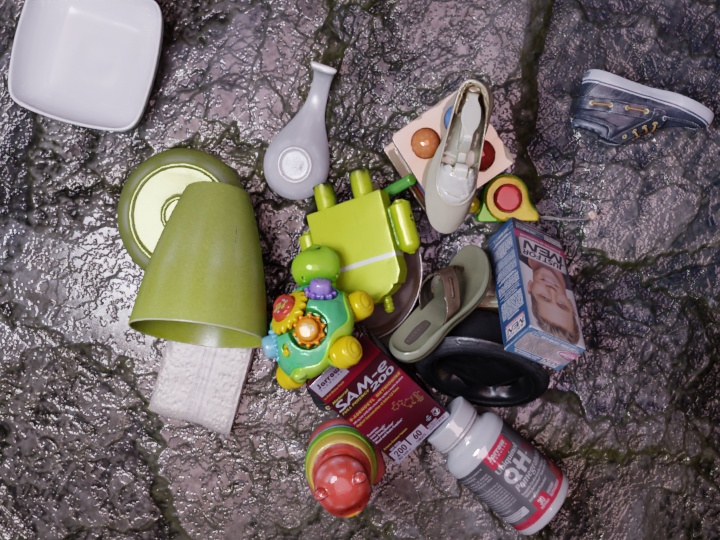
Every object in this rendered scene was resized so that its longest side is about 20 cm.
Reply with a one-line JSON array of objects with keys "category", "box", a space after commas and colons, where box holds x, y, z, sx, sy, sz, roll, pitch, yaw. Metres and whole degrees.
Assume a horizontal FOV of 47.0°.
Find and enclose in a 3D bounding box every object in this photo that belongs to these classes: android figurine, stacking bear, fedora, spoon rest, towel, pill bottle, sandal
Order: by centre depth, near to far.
[{"category": "sandal", "box": [0.110, 0.039, 1.130, 0.201, 0.079, 0.058, -49, 131, -22]}, {"category": "stacking bear", "box": [-0.026, 0.280, 1.151, 0.120, 0.200, 0.116, -16, 92, -2]}, {"category": "android figurine", "box": [-0.003, -0.033, 1.161, 0.180, 0.041, 0.203, -19, 84, 24]}, {"category": "fedora", "box": [0.178, 0.118, 1.195, 0.197, 0.202, 0.093, 12, 58, -2]}, {"category": "pill bottle", "box": [0.196, 0.279, 1.204, 0.199, 0.111, 0.111, 40, 90, -3]}, {"category": "spoon rest", "box": [-0.079, -0.202, 1.216, 0.098, 0.061, 0.203, 19, 104, -1]}, {"category": "towel", "box": [-0.227, 0.129, 1.223, 0.130, 0.034, 0.203, 16, 91, -1]}]

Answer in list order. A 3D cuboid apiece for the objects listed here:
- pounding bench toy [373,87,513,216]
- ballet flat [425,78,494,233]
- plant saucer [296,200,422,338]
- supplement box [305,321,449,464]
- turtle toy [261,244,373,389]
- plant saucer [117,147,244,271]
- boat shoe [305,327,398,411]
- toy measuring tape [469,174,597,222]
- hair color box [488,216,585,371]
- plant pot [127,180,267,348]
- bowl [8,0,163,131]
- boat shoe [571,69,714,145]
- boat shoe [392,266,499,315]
[{"category": "pounding bench toy", "box": [0.091, -0.142, 1.167, 0.199, 0.156, 0.125, -34, 93, -1]}, {"category": "ballet flat", "box": [0.127, -0.148, 1.057, 0.068, 0.069, 0.204, 11, 91, -2]}, {"category": "plant saucer", "box": [0.000, 0.000, 1.200, 0.197, 0.032, 0.204, 0, 91, 22]}, {"category": "supplement box", "box": [0.022, 0.170, 1.161, 0.109, 0.061, 0.200, -44, 117, 5]}, {"category": "turtle toy", "box": [-0.064, 0.057, 1.094, 0.145, 0.202, 0.101, -27, 125, 39]}, {"category": "plant saucer", "box": [-0.262, -0.080, 1.218, 0.196, 0.031, 0.204, 0, 92, -2]}, {"category": "boat shoe", "box": [0.013, 0.137, 1.221, 0.199, 0.074, 0.064, -27, 126, -10]}, {"category": "toy measuring tape", "box": [0.249, -0.107, 1.219, 0.196, 0.074, 0.075, -1, 92, -2]}, {"category": "hair color box", "box": [0.243, 0.029, 1.153, 0.099, 0.202, 0.061, 21, 135, -23]}, {"category": "plant pot", "box": [-0.206, -0.011, 1.132, 0.184, 0.187, 0.204, 7, 75, -2]}, {"category": "bowl", "box": [-0.384, -0.305, 1.185, 0.196, 0.075, 0.203, 15, 90, -2]}, {"category": "boat shoe", "box": [0.413, -0.222, 1.225, 0.197, 0.071, 0.092, 18, 92, 4]}, {"category": "boat shoe", "box": [0.136, 0.030, 1.222, 0.196, 0.074, 0.067, 5, 68, 5]}]
